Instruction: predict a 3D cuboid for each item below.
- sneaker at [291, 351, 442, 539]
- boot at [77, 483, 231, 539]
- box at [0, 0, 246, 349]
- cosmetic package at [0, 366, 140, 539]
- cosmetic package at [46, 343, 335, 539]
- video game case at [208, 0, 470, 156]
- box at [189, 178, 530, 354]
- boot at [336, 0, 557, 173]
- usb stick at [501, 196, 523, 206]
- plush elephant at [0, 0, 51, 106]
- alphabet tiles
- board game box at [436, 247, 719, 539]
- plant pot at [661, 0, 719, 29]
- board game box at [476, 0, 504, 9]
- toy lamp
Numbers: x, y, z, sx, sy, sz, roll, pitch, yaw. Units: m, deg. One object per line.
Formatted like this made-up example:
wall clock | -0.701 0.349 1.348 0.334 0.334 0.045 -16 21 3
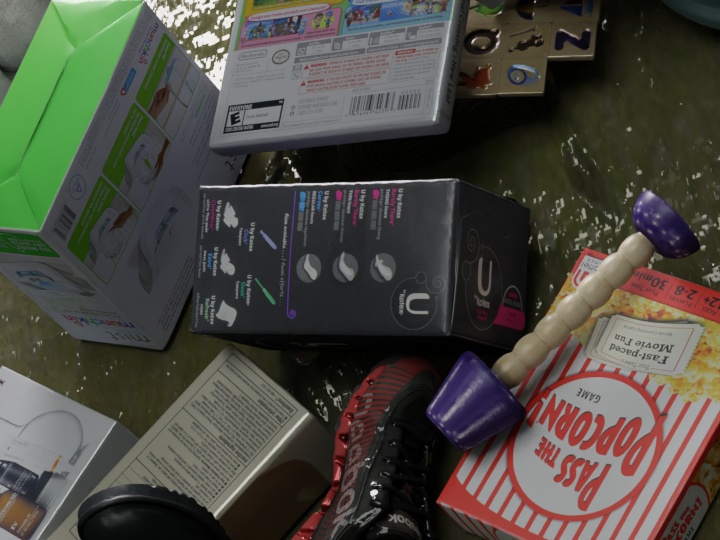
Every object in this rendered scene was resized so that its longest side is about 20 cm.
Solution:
sneaker | 0.017 0.144 1.295 0.098 0.071 0.201 -4 58 55
boot | -0.099 0.240 1.236 0.073 0.198 0.163 -26 44 16
box | -0.185 -0.071 1.493 0.097 0.176 0.200 6 64 32
cosmetic package | -0.259 0.180 1.445 0.151 0.052 0.200 17 69 47
cosmetic package | -0.113 0.161 1.370 0.200 0.071 0.105 -46 49 -5
video game case | -0.011 -0.175 1.444 0.200 0.022 0.182 -4 67 35
box | 0.000 0.000 1.360 0.200 0.122 0.106 -1 82 29
boot | 0.050 -0.179 1.509 0.175 0.066 0.200 -17 53 4
usb stick | 0.024 -0.026 1.441 0.200 0.033 0.056 0 62 29
plush elephant | -0.273 -0.188 1.632 0.200 0.155 0.165 28 76 39
alphabet tiles | 0.076 -0.190 1.465 0.200 0.006 0.167 0 55 14
board game box | 0.163 0.097 1.272 0.151 0.046 0.200 19 71 37
plant pot | 0.275 -0.284 1.380 0.200 0.134 0.201 -9 57 14
board game box | 0.152 -0.308 1.407 0.200 0.041 0.200 -32 35 58
toy lamp | 0.125 0.035 1.269 0.200 0.058 0.058 -41 49 -3
